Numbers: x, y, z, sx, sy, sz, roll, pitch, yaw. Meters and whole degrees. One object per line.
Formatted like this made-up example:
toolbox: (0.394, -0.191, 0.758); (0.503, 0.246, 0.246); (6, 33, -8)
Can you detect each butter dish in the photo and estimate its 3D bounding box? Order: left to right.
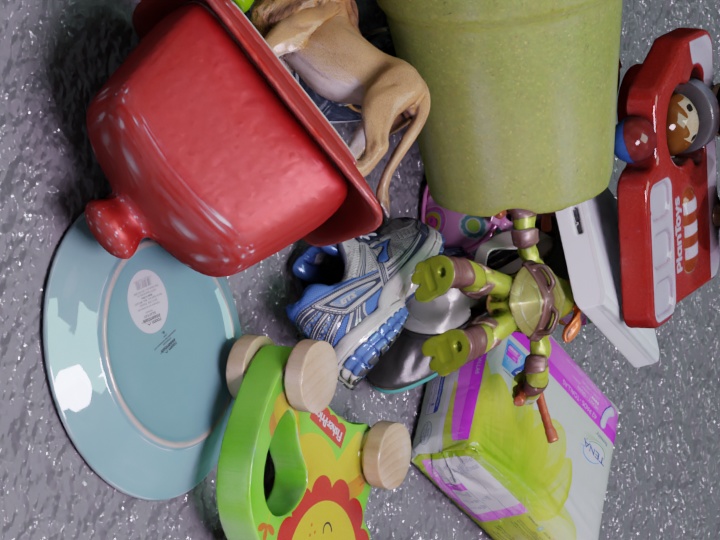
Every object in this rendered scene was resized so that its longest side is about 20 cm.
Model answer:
butter dish: (-0.108, -0.065, 1.474); (0.148, 0.199, 0.200); (-40, 96, -15)

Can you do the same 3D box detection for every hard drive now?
hard drive: (0.183, -0.011, 1.789); (0.200, 0.026, 0.133); (38, 39, -67)

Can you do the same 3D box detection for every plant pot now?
plant pot: (0.104, -0.143, 1.629); (0.200, 0.199, 0.185); (-35, 124, -52)

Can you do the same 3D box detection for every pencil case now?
pencil case: (0.129, -0.020, 1.865); (0.200, 0.087, 0.088); (30, 59, -50)

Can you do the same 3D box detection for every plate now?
plate: (-0.130, 0.048, 1.529); (0.200, 0.025, 0.202); (16, 71, -53)

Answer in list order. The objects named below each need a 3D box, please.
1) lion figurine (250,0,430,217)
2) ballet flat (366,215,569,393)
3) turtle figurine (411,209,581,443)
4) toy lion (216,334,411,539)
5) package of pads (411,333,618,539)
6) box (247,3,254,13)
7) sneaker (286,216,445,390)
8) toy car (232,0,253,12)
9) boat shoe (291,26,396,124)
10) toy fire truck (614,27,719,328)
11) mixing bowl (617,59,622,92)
lion figurine: (-0.012, -0.135, 1.558); (0.122, 0.073, 0.200); (-40, 75, -18)
ballet flat: (0.079, 0.016, 1.753); (0.199, 0.068, 0.069); (-31, 131, -27)
turtle figurine: (0.110, 0.033, 1.677); (0.161, 0.064, 0.202); (-9, 100, -49)
toy lion: (-0.042, 0.167, 1.589); (0.200, 0.068, 0.193); (50, 51, -51)
package of pads: (0.125, 0.131, 1.840); (0.200, 0.068, 0.155); (44, 48, -40)
box: (-0.034, -0.290, 1.721); (0.200, 0.050, 0.159); (-34, 110, -53)
sneaker: (0.000, 0.000, 1.681); (0.085, 0.077, 0.200); (38, 27, -5)
toy car: (-0.129, -0.283, 1.525); (0.199, 0.158, 0.165); (32, 78, -18)
boat shoe: (0.030, -0.146, 1.745); (0.200, 0.090, 0.071); (-22, 101, -55)
toy fire truck: (0.233, -0.072, 1.748); (0.168, 0.111, 0.201); (-30, 120, -58)
mixing bowl: (0.131, -0.169, 1.807); (0.201, 0.108, 0.200); (56, 13, -20)
